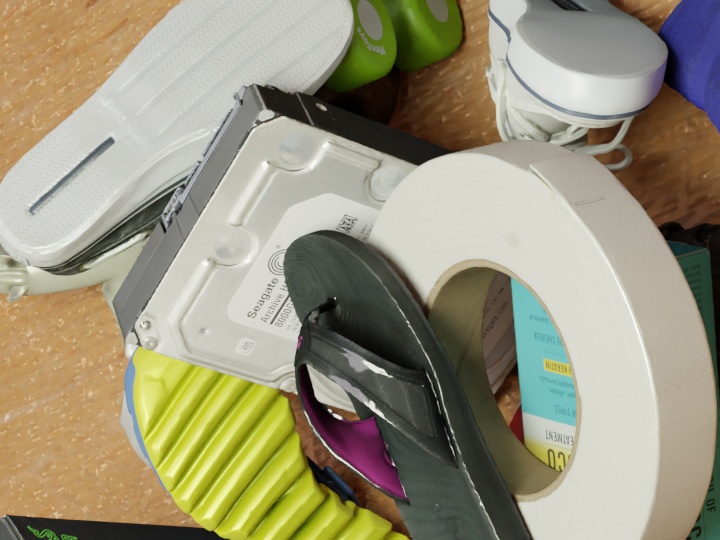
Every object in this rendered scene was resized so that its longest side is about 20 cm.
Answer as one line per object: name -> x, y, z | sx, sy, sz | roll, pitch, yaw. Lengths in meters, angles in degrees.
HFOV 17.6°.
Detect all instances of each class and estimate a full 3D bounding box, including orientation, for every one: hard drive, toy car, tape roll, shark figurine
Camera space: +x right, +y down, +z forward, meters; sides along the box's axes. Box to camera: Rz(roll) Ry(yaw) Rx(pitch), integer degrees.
hard drive -> 0.000, 0.000, 1.111 | 0.140, 0.199, 0.038 | -56, 33, 22
toy car -> -0.016, -0.035, 1.210 | 0.164, 0.158, 0.201 | -22, 91, 29
tape roll -> 0.071, 0.043, 1.001 | 0.203, 0.037, 0.204 | 23, 120, 49
shark figurine -> -0.198, -0.023, 1.405 | 0.090, 0.214, 0.129 | -84, -11, -65

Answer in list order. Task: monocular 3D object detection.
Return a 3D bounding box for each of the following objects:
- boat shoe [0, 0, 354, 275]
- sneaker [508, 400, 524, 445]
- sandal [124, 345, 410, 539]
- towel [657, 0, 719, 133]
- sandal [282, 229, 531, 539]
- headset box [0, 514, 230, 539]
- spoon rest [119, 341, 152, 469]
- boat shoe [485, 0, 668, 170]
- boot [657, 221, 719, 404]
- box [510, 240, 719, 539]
boat shoe -> -0.088, -0.071, 1.110 | 0.200, 0.071, 0.072 | -35, 77, -1
sneaker -> 0.056, 0.148, 1.088 | 0.071, 0.112, 0.201 | 7, 88, 47
sandal -> -0.053, 0.108, 1.184 | 0.079, 0.200, 0.087 | -40, 21, -9
towel -> 0.193, -0.120, 0.973 | 0.148, 0.049, 0.200 | -63, 13, 13
sandal -> 0.013, 0.068, 1.017 | 0.201, 0.048, 0.075 | 61, 143, 19
headset box -> -0.096, 0.215, 1.175 | 0.174, 0.200, 0.093 | 50, 118, 41
spoon rest -> -0.098, 0.055, 1.265 | 0.200, 0.060, 0.100 | 110, 168, -75
boat shoe -> 0.090, -0.080, 1.086 | 0.202, 0.074, 0.086 | -116, 31, -70
boot -> 0.171, -0.012, 1.028 | 0.174, 0.069, 0.201 | 2, 85, 47
box -> 0.116, 0.087, 1.030 | 0.082, 0.049, 0.201 | 11, 111, 52
